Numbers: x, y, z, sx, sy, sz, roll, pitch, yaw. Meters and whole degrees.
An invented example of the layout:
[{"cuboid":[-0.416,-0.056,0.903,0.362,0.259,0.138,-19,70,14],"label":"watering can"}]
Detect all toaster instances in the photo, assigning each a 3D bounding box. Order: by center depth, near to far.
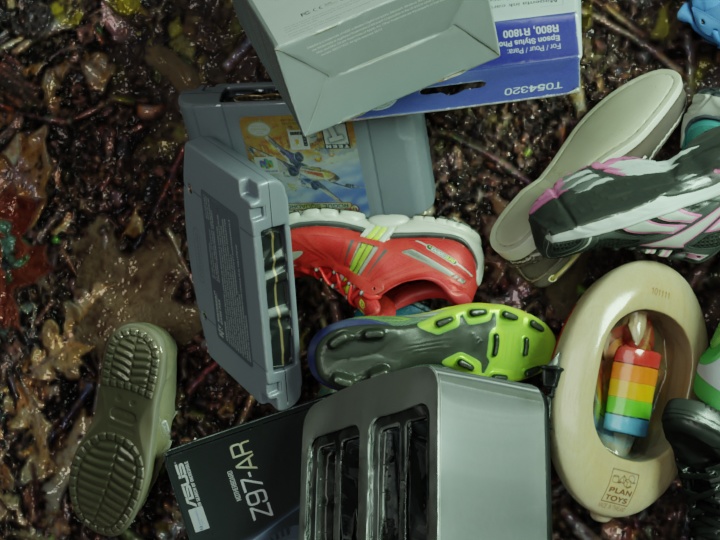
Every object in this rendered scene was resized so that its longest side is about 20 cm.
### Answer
[{"cuboid":[0.050,0.166,0.949,0.180,0.118,0.202,-23,59,50],"label":"toaster"}]

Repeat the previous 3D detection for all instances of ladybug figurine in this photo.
[{"cuboid":[0.198,0.092,0.995,0.135,0.072,0.202,17,84,-21],"label":"ladybug figurine"}]

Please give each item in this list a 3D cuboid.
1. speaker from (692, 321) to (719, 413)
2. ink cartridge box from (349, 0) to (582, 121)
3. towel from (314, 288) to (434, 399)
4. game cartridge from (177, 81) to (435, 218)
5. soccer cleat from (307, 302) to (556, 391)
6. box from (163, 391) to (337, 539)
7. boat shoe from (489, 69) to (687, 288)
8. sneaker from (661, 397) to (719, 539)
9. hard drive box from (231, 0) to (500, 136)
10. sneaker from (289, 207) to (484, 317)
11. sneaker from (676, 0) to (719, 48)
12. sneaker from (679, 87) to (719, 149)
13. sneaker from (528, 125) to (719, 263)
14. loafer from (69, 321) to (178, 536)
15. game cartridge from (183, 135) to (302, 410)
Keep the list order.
[{"cuboid":[0.317,0.014,0.936,0.088,0.088,0.202,26,104,14],"label":"speaker"},{"cuboid":[0.074,-0.198,1.010,0.194,0.201,0.044,-6,129,13],"label":"ink cartridge box"},{"cuboid":[0.030,0.127,1.077,0.146,0.022,0.201,28,96,15],"label":"towel"},{"cuboid":[-0.041,-0.092,1.058,0.198,0.042,0.134,-1,127,14],"label":"game cartridge"},{"cuboid":[0.055,0.059,1.023,0.198,0.084,0.065,-4,93,-10],"label":"soccer cleat"},{"cuboid":[-0.059,0.219,1.067,0.159,0.043,0.202,-19,87,17],"label":"box"},{"cuboid":[0.190,-0.073,1.027,0.200,0.072,0.060,-47,120,-2],"label":"boat shoe"},{"cuboid":[0.269,0.193,0.949,0.200,0.060,0.105,47,63,-26],"label":"sneaker"},{"cuboid":[-0.008,-0.203,0.953,0.155,0.077,0.201,-22,39,-4],"label":"hard drive box"},{"cuboid":[0.000,0.000,1.043,0.198,0.077,0.086,0,69,13],"label":"sneaker"},{"cuboid":[0.298,-0.186,0.994,0.078,0.066,0.201,-35,68,3],"label":"sneaker"},{"cuboid":[0.346,-0.086,0.994,0.198,0.077,0.080,16,110,19],"label":"sneaker"},{"cuboid":[0.228,-0.038,0.959,0.198,0.081,0.087,-16,120,7],"label":"sneaker"},{"cuboid":[-0.194,0.136,1.110,0.075,0.068,0.202,24,109,16],"label":"loafer"},{"cuboid":[-0.097,-0.001,1.040,0.133,0.040,0.202,32,133,47],"label":"game cartridge"}]
